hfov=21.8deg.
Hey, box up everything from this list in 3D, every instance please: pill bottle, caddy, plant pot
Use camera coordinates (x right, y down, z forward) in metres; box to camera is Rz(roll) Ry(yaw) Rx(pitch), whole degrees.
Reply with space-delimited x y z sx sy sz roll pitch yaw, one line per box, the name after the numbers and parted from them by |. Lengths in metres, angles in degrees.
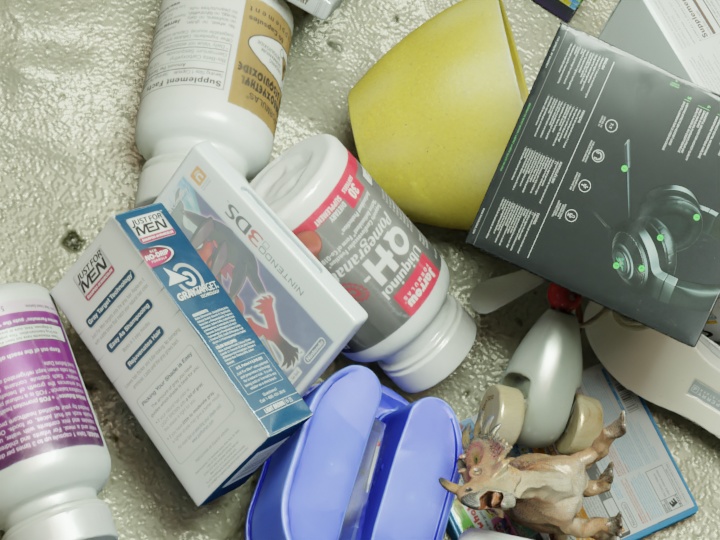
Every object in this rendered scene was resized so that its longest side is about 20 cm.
0.000 0.000 1.459 0.200 0.110 0.111 47 62 -23 | pill bottle
-0.250 0.121 1.385 0.111 0.112 0.202 -17 71 -18 | pill bottle
-0.006 0.171 1.419 0.140 0.105 0.202 23 63 -9 | caddy
0.070 -0.116 1.529 0.140 0.200 0.202 -14 69 8 | plant pot
-0.123 -0.130 1.517 0.113 0.115 0.202 12 65 -7 | pill bottle

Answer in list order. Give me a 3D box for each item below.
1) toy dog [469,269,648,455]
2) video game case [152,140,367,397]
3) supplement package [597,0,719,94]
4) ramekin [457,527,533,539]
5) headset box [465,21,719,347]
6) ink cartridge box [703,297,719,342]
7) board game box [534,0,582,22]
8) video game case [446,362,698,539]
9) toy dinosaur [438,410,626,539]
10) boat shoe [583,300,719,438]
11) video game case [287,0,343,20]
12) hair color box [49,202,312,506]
0.143 0.058 1.469 0.131 0.096 0.201 34 73 -16 | toy dog
-0.110 0.035 1.414 0.182 0.200 0.023 47 34 11 | video game case
0.273 -0.145 1.559 0.110 0.200 0.157 -22 72 -20 | supplement package
0.095 0.284 1.346 0.097 0.201 0.202 16 64 4 | ramekin
0.201 -0.062 1.369 0.198 0.093 0.176 23 98 4 | headset box
0.305 -0.003 1.514 0.135 0.200 0.077 5 59 32 | ink cartridge box
0.173 -0.350 1.707 0.165 0.057 0.201 34 64 1 | board game box
0.156 0.167 1.503 0.198 0.018 0.144 -20 73 -19 | video game case
0.125 0.161 1.387 0.134 0.200 0.087 1 68 3 | toy dinosaur
0.271 0.080 1.539 0.199 0.069 0.073 29 100 2 | boat shoe
-0.079 -0.290 1.584 0.181 0.022 0.200 29 28 1 | video game case
-0.133 0.060 1.380 0.201 0.100 0.060 53 35 11 | hair color box
